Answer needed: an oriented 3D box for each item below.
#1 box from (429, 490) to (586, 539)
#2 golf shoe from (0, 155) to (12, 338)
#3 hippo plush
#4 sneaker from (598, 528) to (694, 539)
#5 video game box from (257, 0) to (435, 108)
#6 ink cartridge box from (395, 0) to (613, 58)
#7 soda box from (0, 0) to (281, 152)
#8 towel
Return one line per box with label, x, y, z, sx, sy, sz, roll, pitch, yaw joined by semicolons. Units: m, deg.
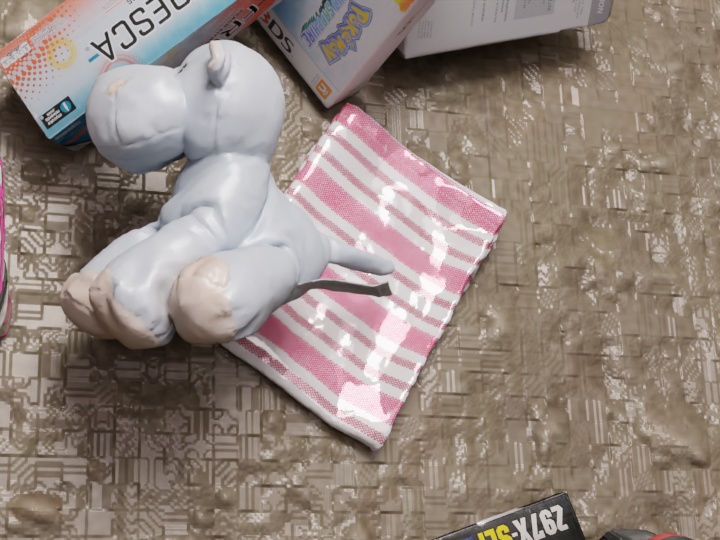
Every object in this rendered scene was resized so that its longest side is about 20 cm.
box;0.020;0.186;0.770;0.158;0.200;0.050;-17;77;-23
golf shoe;-0.248;-0.050;0.817;0.072;0.092;0.202;-12;75;-20
hippo plush;-0.088;-0.051;0.794;0.197;0.159;0.163;-7;100;4
sneaker;0.157;0.256;0.867;0.070;0.098;0.203;19;91;-24
video game box;-0.022;-0.234;0.891;0.183;0.200;0.047;50;51;3
ink cartridge box;0.099;-0.265;0.940;0.173;0.202;0.084;-12;40;-22
soda box;-0.129;-0.163;0.865;0.199;0.064;0.069;-36;85;3
towel;0.000;0.000;0.917;0.145;0.030;0.201;33;66;-5
